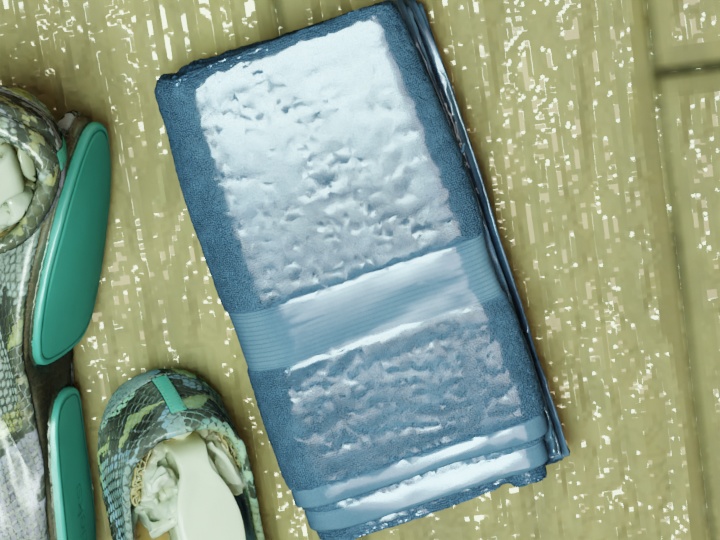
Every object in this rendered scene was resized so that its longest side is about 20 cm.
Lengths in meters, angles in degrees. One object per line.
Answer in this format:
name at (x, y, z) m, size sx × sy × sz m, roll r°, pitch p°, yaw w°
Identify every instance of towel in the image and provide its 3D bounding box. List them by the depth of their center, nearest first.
towel at (0.000, 0.000, 1.071) m, size 0.111 × 0.049 × 0.201 m, roll -17°, pitch 104°, yaw 8°

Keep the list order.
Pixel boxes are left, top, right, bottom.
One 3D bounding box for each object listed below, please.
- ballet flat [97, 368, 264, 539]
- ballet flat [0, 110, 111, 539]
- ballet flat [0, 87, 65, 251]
ballet flat at (-0.061, 0.139, 1.096) m, size 0.074 × 0.074 × 0.201 m, roll -13°, pitch 105°, yaw 7°
ballet flat at (-0.137, 0.035, 1.080) m, size 0.072 × 0.072 × 0.201 m, roll 4°, pitch 104°, yaw 3°
ballet flat at (-0.196, -0.013, 0.975) m, size 0.200 × 0.072 × 0.072 m, roll -22°, pitch 103°, yaw -12°
